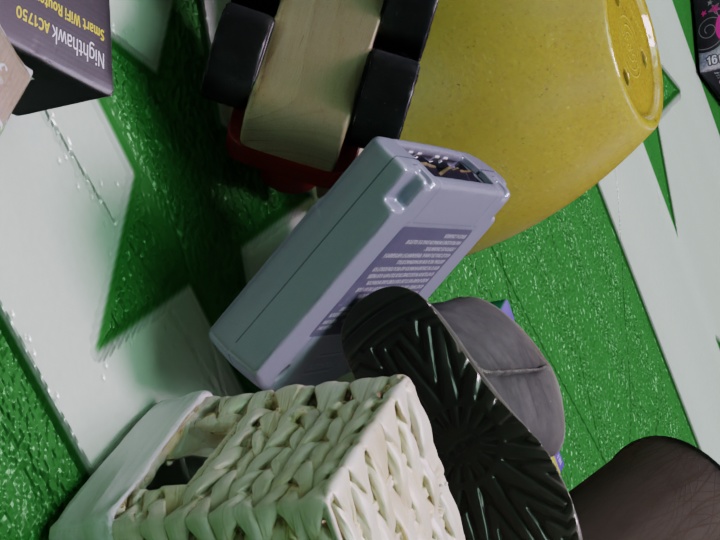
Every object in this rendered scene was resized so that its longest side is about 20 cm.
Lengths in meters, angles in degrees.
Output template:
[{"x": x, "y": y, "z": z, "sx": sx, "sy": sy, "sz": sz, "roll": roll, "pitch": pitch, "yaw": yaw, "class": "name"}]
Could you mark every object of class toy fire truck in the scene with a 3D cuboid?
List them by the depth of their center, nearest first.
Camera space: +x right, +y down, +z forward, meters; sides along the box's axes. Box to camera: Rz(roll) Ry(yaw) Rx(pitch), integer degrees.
[{"x": -0.002, "y": -0.109, "z": 1.104, "sx": 0.200, "sy": 0.128, "sz": 0.177, "roll": 112, "pitch": -6, "yaw": -70, "class": "toy fire truck"}]

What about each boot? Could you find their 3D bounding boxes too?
[{"x": 0.065, "y": 0.085, "z": 1.066, "sx": 0.183, "sy": 0.072, "sz": 0.200, "roll": 66, "pitch": 7, "yaw": 13, "class": "boot"}]

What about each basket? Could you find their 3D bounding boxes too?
[{"x": -0.022, "y": 0.155, "z": 0.919, "sx": 0.201, "sy": 0.123, "sz": 0.136, "roll": 70, "pitch": 24, "yaw": -16, "class": "basket"}, {"x": 0.104, "y": 0.200, "z": 1.108, "sx": 0.199, "sy": 0.136, "sz": 0.182, "roll": -20, "pitch": 106, "yaw": -41, "class": "basket"}]

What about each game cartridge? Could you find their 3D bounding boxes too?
[{"x": 0.000, "y": 0.000, "z": 1.036, "sx": 0.041, "sy": 0.133, "sz": 0.200, "roll": 39, "pitch": 10, "yaw": 12, "class": "game cartridge"}]

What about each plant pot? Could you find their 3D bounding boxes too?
[{"x": 0.094, "y": -0.118, "z": 1.290, "sx": 0.200, "sy": 0.141, "sz": 0.201, "roll": 42, "pitch": 41, "yaw": -53, "class": "plant pot"}]

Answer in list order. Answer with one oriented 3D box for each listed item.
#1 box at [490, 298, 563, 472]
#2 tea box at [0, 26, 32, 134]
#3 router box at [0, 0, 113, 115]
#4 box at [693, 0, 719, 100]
[{"x": 0.056, "y": 0.111, "z": 1.217, "sx": 0.118, "sy": 0.048, "sz": 0.200, "roll": 69, "pitch": 26, "yaw": -20, "class": "box"}, {"x": -0.209, "y": -0.019, "z": 0.475, "sx": 0.134, "sy": 0.199, "sz": 0.197, "roll": 62, "pitch": 28, "yaw": -31, "class": "tea box"}, {"x": -0.165, "y": -0.157, "z": 0.826, "sx": 0.200, "sy": 0.051, "sz": 0.150, "roll": 24, "pitch": 59, "yaw": -62, "class": "router box"}, {"x": 0.415, "y": -0.224, "z": 2.000, "sx": 0.132, "sy": 0.199, "sz": 0.115, "roll": 41, "pitch": 41, "yaw": -55, "class": "box"}]
